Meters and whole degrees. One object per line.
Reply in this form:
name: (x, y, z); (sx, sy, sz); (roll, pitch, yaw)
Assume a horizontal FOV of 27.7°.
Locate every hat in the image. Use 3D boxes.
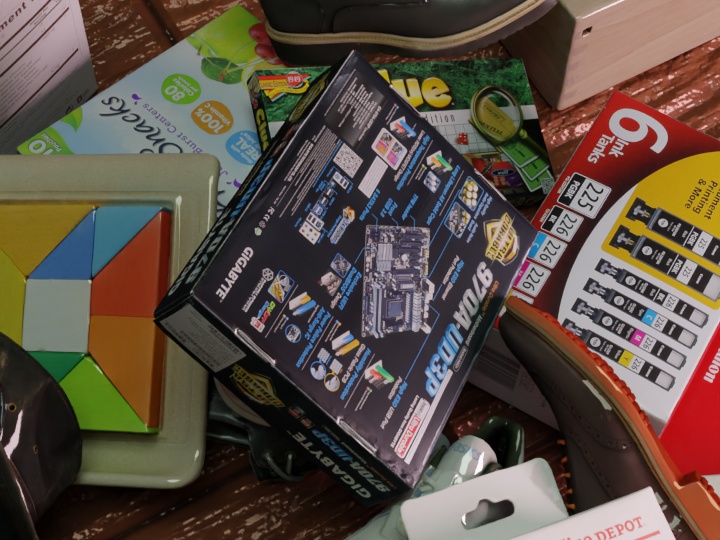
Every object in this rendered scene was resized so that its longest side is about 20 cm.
hat: (-0.205, 0.089, 0.811); (0.200, 0.201, 0.081); (39, 53, 20)

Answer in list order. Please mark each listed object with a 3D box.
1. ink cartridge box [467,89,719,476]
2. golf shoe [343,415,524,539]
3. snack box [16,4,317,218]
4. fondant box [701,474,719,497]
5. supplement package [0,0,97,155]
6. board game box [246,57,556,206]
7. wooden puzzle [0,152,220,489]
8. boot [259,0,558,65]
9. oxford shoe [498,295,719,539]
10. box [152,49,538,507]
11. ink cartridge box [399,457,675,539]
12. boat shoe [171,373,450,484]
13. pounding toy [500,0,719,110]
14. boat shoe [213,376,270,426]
ink cartridge box: (0.187, 0.014, 0.916); (0.175, 0.084, 0.201); (28, 63, 13)
golf shoe: (0.034, 0.133, 0.781); (0.078, 0.098, 0.200); (22, 19, 18)
snack box: (-0.104, -0.077, 0.968); (0.142, 0.053, 0.200); (40, 59, 20)
fondant box: (0.227, 0.192, 0.828); (0.198, 0.058, 0.145); (-4, 60, -3)
supplement package: (-0.264, -0.168, 0.945); (0.121, 0.200, 0.120); (31, 63, 17)
board game box: (0.030, -0.086, 0.963); (0.199, 0.023, 0.106); (-7, 71, -24)
wooden puzzle: (-0.177, 0.025, 0.872); (0.184, 0.037, 0.202); (1, 80, 16)
boot: (0.017, -0.206, 0.920); (0.198, 0.139, 0.078); (-10, 44, 14)
oxford shoe: (0.130, 0.102, 0.797); (0.072, 0.071, 0.200); (-40, 73, 9)
box: (0.000, 0.000, 0.802); (0.159, 0.046, 0.201); (42, 52, -16)
ink cartridge box: (0.111, 0.183, 0.713); (0.116, 0.067, 0.201); (-11, 69, -39)
boat shoe: (-0.046, 0.095, 0.880); (0.199, 0.072, 0.071); (16, 68, 20)
pounding toy: (0.146, -0.248, 1.034); (0.183, 0.143, 0.201); (-26, 63, -16)
boat shoe: (-0.035, -0.007, 0.849); (0.074, 0.065, 0.203); (23, 58, -9)
